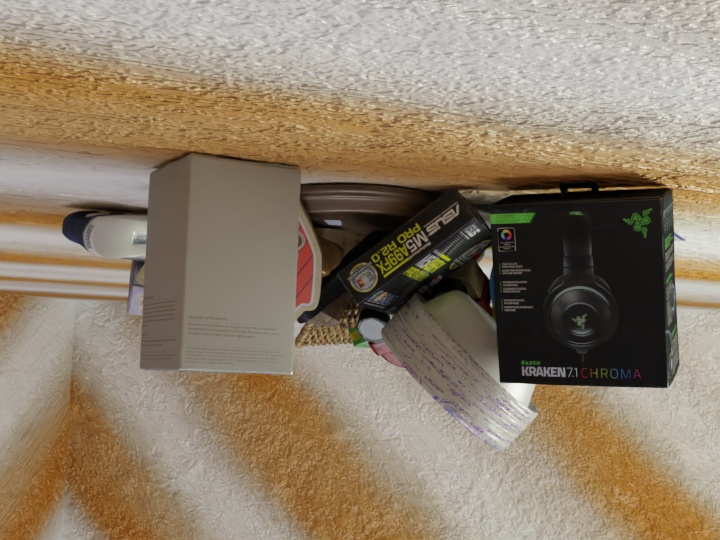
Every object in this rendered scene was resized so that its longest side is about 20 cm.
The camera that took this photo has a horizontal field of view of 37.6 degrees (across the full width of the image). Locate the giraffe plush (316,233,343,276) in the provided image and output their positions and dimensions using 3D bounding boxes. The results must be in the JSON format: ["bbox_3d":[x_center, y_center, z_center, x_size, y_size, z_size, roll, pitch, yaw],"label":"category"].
[{"bbox_3d":[-0.137,0.017,1.276,0.172,0.163,0.200,22,175,-29],"label":"giraffe plush"}]

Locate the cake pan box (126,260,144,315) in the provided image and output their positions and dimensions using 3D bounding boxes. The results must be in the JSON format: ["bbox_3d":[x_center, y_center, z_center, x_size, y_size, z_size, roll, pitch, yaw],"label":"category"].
[{"bbox_3d":[-0.218,0.011,1.465,0.199,0.053,0.185,11,-152,-16],"label":"cake pan box"}]

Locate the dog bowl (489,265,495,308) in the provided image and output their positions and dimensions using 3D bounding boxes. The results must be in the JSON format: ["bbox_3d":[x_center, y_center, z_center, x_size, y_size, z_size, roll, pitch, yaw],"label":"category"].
[{"bbox_3d":[0.251,0.017,1.226,0.199,0.112,0.049,0,-177,29],"label":"dog bowl"}]

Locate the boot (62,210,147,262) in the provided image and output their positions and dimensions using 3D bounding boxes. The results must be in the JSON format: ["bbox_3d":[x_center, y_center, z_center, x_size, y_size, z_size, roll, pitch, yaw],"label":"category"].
[{"bbox_3d":[-0.290,-0.049,1.405,0.199,0.073,0.090,8,-172,-44],"label":"boot"}]

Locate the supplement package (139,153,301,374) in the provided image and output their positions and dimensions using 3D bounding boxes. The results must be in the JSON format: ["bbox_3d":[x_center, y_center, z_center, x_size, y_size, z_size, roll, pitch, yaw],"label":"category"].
[{"bbox_3d":[-0.138,-0.001,1.034,0.119,0.202,0.121,5,174,-29],"label":"supplement package"}]

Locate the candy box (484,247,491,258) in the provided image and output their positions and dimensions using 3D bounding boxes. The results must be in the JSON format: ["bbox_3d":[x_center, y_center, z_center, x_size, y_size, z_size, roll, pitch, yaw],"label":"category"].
[{"bbox_3d":[0.148,-0.034,1.549,0.199,0.027,0.102,-1,174,30],"label":"candy box"}]

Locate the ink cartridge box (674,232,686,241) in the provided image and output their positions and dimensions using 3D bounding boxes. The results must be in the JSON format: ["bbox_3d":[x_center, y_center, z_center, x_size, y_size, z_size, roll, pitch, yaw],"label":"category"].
[{"bbox_3d":[0.259,-0.054,1.203,0.199,0.037,0.094,2,170,34],"label":"ink cartridge box"}]

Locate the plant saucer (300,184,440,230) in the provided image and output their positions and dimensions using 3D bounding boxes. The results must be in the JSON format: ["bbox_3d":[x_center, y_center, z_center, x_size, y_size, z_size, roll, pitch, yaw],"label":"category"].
[{"bbox_3d":[-0.003,-0.069,1.208,0.198,0.030,0.200,2,176,0],"label":"plant saucer"}]

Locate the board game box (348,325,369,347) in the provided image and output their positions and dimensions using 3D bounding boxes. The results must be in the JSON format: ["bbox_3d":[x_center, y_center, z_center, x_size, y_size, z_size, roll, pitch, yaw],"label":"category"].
[{"bbox_3d":[0.096,0.063,1.534,0.199,0.029,0.134,-25,165,18],"label":"board game box"}]

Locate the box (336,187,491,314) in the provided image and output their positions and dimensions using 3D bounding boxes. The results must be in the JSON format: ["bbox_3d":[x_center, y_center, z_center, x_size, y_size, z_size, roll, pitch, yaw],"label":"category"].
[{"bbox_3d":[0.070,-0.016,1.208,0.160,0.044,0.200,-36,168,8],"label":"box"}]

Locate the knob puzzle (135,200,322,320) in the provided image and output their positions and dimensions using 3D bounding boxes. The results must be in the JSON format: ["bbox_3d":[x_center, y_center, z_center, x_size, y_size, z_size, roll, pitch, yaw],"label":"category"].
[{"bbox_3d":[-0.130,-0.010,1.164,0.218,0.221,0.031,1,-150,6],"label":"knob puzzle"}]

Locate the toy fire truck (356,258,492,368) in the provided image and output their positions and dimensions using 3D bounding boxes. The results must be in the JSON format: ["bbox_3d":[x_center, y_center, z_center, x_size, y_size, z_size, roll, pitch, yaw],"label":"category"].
[{"bbox_3d":[0.117,0.074,1.411,0.175,0.129,0.200,-22,119,30],"label":"toy fire truck"}]

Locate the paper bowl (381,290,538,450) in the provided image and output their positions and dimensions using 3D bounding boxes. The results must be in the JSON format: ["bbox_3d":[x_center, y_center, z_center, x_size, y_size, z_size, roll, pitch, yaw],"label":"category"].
[{"bbox_3d":[0.127,0.103,1.228,0.200,0.104,0.201,42,-175,-4],"label":"paper bowl"}]

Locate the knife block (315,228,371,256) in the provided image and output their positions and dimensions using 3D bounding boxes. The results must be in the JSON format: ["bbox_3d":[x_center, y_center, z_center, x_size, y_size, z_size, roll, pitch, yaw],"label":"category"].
[{"bbox_3d":[-0.032,-0.028,1.492,0.198,0.065,0.175,3,176,-18],"label":"knife block"}]

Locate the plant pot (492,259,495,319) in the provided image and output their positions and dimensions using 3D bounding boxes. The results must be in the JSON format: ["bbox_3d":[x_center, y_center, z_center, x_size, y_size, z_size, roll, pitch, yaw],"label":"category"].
[{"bbox_3d":[0.293,0.034,1.345,0.199,0.201,0.181,0,180,33],"label":"plant pot"}]

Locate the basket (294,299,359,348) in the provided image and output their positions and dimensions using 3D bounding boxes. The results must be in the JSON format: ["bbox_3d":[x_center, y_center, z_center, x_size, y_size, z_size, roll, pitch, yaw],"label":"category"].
[{"bbox_3d":[-0.027,0.032,1.663,0.148,0.144,0.200,-2,164,-10],"label":"basket"}]

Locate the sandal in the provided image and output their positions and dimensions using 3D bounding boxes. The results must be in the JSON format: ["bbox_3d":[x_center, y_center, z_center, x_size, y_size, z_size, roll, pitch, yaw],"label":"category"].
[{"bbox_3d":[0.000,0.000,1.319,0.200,0.043,0.076,-39,-165,4],"label":"sandal"}]

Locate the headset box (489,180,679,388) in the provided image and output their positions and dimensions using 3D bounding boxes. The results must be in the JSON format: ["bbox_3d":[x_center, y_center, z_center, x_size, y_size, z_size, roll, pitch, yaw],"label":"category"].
[{"bbox_3d":[0.229,0.009,1.074,0.173,0.202,0.093,0,-170,23],"label":"headset box"}]

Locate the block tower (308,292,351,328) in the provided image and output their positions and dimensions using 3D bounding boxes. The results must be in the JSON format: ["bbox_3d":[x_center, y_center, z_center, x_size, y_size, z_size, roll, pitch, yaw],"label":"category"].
[{"bbox_3d":[-0.111,0.005,1.406,0.199,0.058,0.054,32,153,-11],"label":"block tower"}]

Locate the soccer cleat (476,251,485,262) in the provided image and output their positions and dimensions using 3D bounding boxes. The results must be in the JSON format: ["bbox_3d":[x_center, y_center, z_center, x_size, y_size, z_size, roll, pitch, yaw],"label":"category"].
[{"bbox_3d":[0.112,-0.006,1.492,0.085,0.069,0.199,14,153,-38],"label":"soccer cleat"}]
